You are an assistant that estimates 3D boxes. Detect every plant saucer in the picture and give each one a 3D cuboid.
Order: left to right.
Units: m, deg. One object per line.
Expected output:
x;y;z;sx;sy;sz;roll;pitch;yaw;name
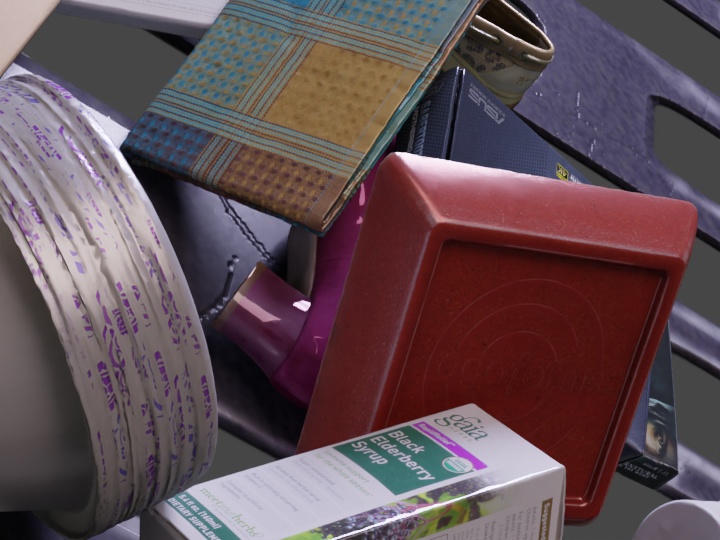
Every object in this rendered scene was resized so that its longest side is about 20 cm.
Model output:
0.078;0.050;0.975;0.198;0.202;0.037;8;19;-27;plant saucer

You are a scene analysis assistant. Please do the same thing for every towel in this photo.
-0.028;-0.118;1.059;0.146;0.022;0.201;21;63;26;towel

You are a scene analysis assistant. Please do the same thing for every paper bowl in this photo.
-0.155;0.024;0.808;0.104;0.201;0.202;-23;73;-26;paper bowl

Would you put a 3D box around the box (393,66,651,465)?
0.095;0.002;1.068;0.200;0.051;0.159;37;47;-31;box

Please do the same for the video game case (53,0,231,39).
-0.101;-0.230;1.124;0.198;0.022;0.184;7;74;-23;video game case

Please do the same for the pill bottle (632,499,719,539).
0.259;0.189;1.094;0.198;0.110;0.110;10;52;-35;pill bottle

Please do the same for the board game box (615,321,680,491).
0.143;0.030;1.186;0.134;0.028;0.201;25;45;-23;board game box

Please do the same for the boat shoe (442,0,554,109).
0.051;-0.200;1.266;0.200;0.063;0.073;44;41;1;boat shoe

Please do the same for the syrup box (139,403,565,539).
-0.002;0.135;0.888;0.198;0.082;0.079;-14;29;-32;syrup box

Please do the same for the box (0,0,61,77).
-0.248;-0.170;0.993;0.163;0.021;0.201;37;52;-10;box

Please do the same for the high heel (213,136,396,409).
0.000;0.000;1.050;0.096;0.067;0.200;39;53;-3;high heel
